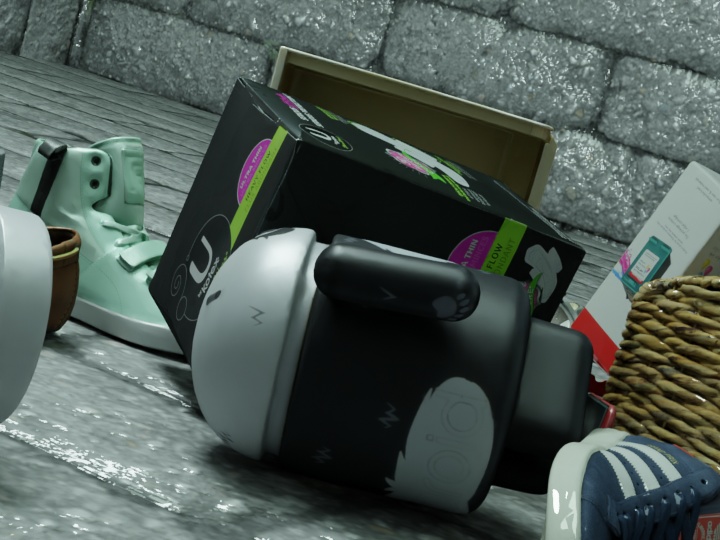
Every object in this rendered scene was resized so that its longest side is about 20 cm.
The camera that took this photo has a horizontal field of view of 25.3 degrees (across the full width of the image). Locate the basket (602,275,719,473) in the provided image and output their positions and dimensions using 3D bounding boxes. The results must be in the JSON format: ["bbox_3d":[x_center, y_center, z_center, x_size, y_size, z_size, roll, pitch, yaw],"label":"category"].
[{"bbox_3d":[0.285,0.084,1.087,0.148,0.144,0.200,11,9,-31],"label":"basket"}]

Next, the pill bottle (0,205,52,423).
[{"bbox_3d":[-0.235,0.003,0.653,0.199,0.117,0.116,11,9,-30],"label":"pill bottle"}]

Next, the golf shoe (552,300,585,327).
[{"bbox_3d":[0.133,0.034,1.383,0.094,0.078,0.200,14,7,-16],"label":"golf shoe"}]

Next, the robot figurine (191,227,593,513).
[{"bbox_3d":[0.014,0.049,0.811,0.198,0.152,0.125,14,18,1],"label":"robot figurine"}]

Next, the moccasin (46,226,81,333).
[{"bbox_3d":[-0.231,-0.007,0.886,0.073,0.078,0.201,26,12,38],"label":"moccasin"}]

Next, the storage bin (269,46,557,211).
[{"bbox_3d":[0.016,-0.026,1.097,0.197,0.202,0.094,16,5,0],"label":"storage bin"}]

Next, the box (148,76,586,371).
[{"bbox_3d":[0.000,0.000,0.946,0.199,0.149,0.124,20,14,-26],"label":"box"}]

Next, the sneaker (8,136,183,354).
[{"bbox_3d":[-0.140,-0.020,1.027,0.199,0.119,0.074,19,6,12],"label":"sneaker"}]

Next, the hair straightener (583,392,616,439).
[{"bbox_3d":[0.128,0.084,1.122,0.076,0.041,0.200,21,7,-1],"label":"hair straightener"}]

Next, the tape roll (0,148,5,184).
[{"bbox_3d":[-0.333,-0.061,1.033,0.198,0.067,0.200,9,6,-1],"label":"tape roll"}]

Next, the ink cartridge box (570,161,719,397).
[{"bbox_3d":[0.243,0.031,1.211,0.116,0.201,0.067,22,21,-34],"label":"ink cartridge box"}]

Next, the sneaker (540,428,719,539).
[{"bbox_3d":[0.131,0.117,0.729,0.084,0.076,0.200,12,12,16],"label":"sneaker"}]
